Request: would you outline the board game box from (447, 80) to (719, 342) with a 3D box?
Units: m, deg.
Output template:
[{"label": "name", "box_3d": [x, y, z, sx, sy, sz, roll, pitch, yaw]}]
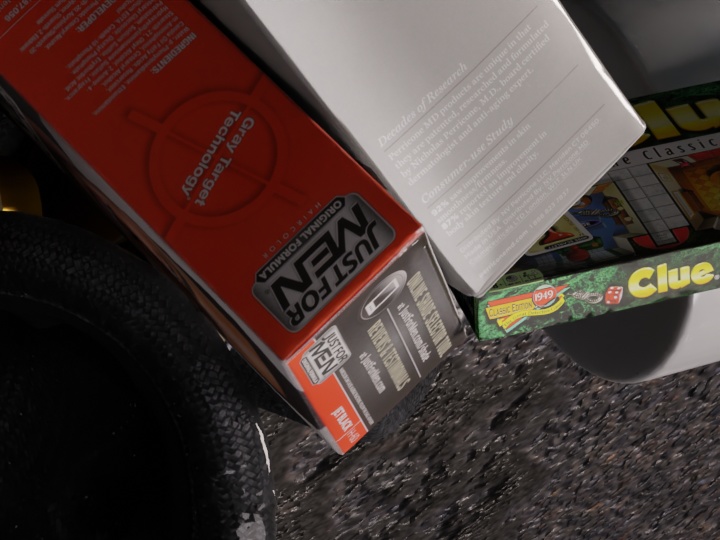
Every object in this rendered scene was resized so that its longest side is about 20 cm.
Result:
[{"label": "board game box", "box_3d": [0.120, -0.030, 0.894, 0.199, 0.105, 0.024, -12, 120, -9]}]

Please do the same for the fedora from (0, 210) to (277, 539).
[{"label": "fedora", "box_3d": [-0.105, 0.067, 0.881, 0.201, 0.201, 0.092, -43, -179, 23]}]

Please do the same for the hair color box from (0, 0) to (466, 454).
[{"label": "hair color box", "box_3d": [-0.060, -0.041, 0.840, 0.061, 0.200, 0.102, -44, 158, -7]}]

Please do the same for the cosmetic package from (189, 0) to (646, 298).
[{"label": "cosmetic package", "box_3d": [-0.010, -0.097, 0.814, 0.090, 0.107, 0.200, -46, 124, -4]}]

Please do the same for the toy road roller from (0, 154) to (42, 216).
[{"label": "toy road roller", "box_3d": [-0.205, 0.039, 0.965, 0.123, 0.146, 0.201, -7, 108, -41]}]

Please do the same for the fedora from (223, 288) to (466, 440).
[{"label": "fedora", "box_3d": [0.000, 0.000, 1.002, 0.201, 0.091, 0.201, -57, 178, -3]}]

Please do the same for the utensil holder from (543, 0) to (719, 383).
[{"label": "utensil holder", "box_3d": [0.167, -0.058, 1.054, 0.199, 0.170, 0.170, -15, 150, -24]}]

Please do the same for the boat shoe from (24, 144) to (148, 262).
[{"label": "boat shoe", "box_3d": [-0.092, -0.023, 1.006, 0.070, 0.071, 0.200, 2, 147, -39]}]
